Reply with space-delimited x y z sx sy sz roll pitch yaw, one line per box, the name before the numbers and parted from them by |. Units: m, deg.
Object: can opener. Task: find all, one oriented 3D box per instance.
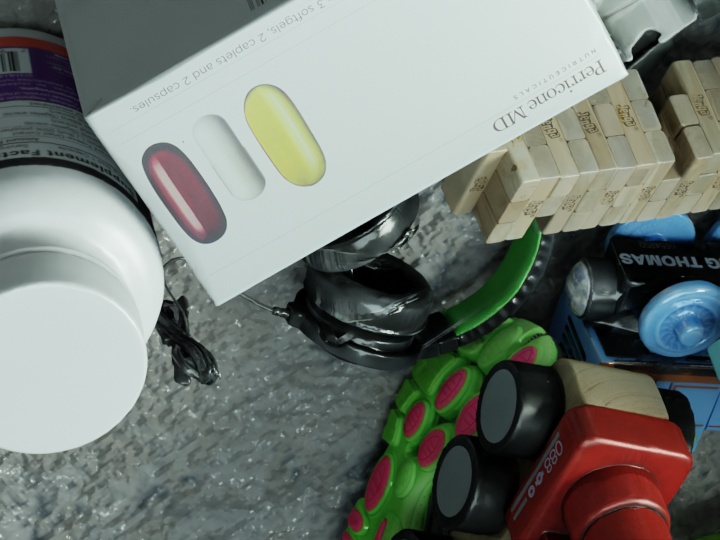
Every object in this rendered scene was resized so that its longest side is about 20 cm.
can opener | 0.159 -0.140 1.178 0.200 0.053 0.066 -31 157 9

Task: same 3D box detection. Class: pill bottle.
pill bottle | -0.143 -0.013 1.088 0.111 0.200 0.112 -6 123 -9

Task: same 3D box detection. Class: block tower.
block tower | 0.135 -0.059 1.176 0.200 0.054 0.058 -9 153 -23

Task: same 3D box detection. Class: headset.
headset | 0.000 0.000 1.193 0.200 0.094 0.124 -16 123 -11

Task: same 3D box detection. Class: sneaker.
sneaker | 0.056 0.102 1.289 0.084 0.077 0.200 8 129 -26

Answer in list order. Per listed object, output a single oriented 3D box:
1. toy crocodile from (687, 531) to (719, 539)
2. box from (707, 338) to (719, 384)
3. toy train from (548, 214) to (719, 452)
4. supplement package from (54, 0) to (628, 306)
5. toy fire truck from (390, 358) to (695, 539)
toy crocodile | 0.270 0.132 1.362 0.200 0.062 0.068 -21 84 2
box | 0.249 0.089 1.224 0.049 0.082 0.200 -36 138 23
toy train | 0.190 0.032 1.267 0.200 0.087 0.114 3 130 -17
supplement package | -0.014 -0.108 1.085 0.200 0.156 0.111 -30 124 6
toy fire truck | 0.113 0.166 1.174 0.129 0.200 0.176 12 126 -24
